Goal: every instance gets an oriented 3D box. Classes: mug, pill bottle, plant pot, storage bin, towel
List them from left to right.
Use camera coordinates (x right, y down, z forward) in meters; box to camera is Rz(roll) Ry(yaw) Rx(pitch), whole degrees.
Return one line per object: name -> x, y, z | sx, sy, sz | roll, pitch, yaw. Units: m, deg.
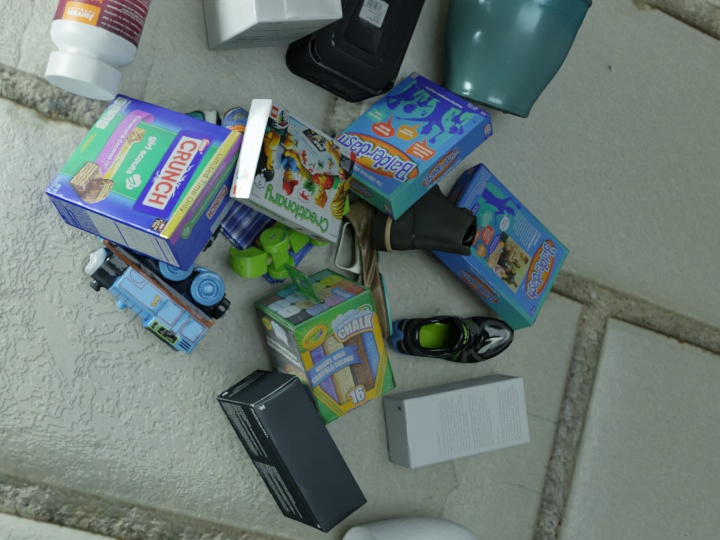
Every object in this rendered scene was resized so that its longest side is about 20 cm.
pill bottle -> -0.327, -0.325, 1.538 | 0.109, 0.110, 0.200 | 18, 82, -24
towel -> -0.137, -0.097, 1.672 | 0.200, 0.024, 0.145 | 46, 71, -17
storage bin -> -0.003, -0.350, 1.697 | 0.135, 0.094, 0.200 | 24, 81, -22
mug -> 0.074, 0.440, 1.713 | 0.175, 0.148, 0.200 | -3, 121, -32
plant pot -> 0.208, -0.326, 1.751 | 0.200, 0.200, 0.188 | 15, 99, -24

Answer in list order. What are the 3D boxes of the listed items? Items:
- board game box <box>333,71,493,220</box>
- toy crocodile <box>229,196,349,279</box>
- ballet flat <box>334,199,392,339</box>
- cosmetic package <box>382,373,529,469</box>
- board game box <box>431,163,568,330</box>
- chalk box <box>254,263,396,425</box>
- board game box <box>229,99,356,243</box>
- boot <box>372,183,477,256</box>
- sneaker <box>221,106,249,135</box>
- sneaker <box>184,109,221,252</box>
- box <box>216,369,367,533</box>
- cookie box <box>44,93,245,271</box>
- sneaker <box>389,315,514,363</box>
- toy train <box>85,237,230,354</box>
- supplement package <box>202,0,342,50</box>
board game box -> 0.062, -0.177, 1.699 | 0.200, 0.152, 0.045 | -43, 145, -19
toy crocodile -> -0.091, -0.053, 1.652 | 0.200, 0.062, 0.068 | -40, 143, -25
ballet flat -> 0.000, 0.000, 1.715 | 0.072, 0.068, 0.200 | -5, 91, -11
cosmetic package -> 0.140, 0.217, 1.771 | 0.200, 0.071, 0.102 | -8, 93, -25
board game box -> 0.202, -0.034, 1.786 | 0.200, 0.045, 0.152 | 43, 56, -17
chalk box -> -0.053, 0.080, 1.629 | 0.124, 0.124, 0.200 | -25, 117, -23
board game box -> -0.082, -0.122, 1.543 | 0.200, 0.035, 0.127 | 25, 74, -55
boot -> 0.113, -0.094, 1.700 | 0.078, 0.138, 0.200 | 73, 31, -49
sneaker -> -0.108, -0.163, 1.633 | 0.200, 0.075, 0.079 | 29, 36, -43
sneaker -> -0.219, -0.116, 1.595 | 0.079, 0.078, 0.200 | -4, 68, 4
box -> -0.093, 0.238, 1.625 | 0.079, 0.141, 0.200 | -33, 103, -21
cookie box -> -0.258, -0.113, 1.509 | 0.171, 0.200, 0.075 | -59, 153, -23
sneaker -> 0.141, 0.101, 1.765 | 0.199, 0.083, 0.071 | 3, 88, -28
toy train -> -0.265, 0.015, 1.580 | 0.200, 0.087, 0.114 | 40, 82, -17
supplement package -> -0.121, -0.365, 1.583 | 0.120, 0.200, 0.122 | -9, 94, -24
